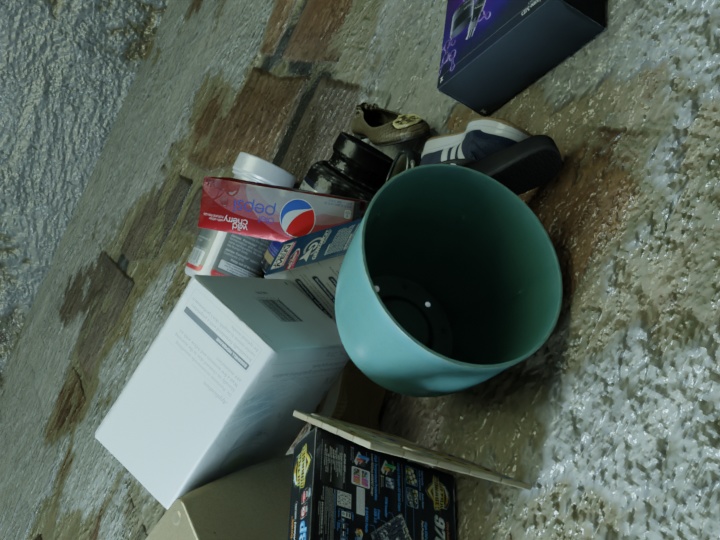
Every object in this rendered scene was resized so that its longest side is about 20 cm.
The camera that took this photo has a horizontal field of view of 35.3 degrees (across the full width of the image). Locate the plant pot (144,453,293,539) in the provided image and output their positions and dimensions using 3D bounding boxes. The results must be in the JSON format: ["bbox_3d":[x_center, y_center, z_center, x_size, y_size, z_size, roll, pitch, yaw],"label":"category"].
[{"bbox_3d":[-0.119,0.315,1.115,0.201,0.176,0.201,-52,51,27],"label":"plant pot"}]

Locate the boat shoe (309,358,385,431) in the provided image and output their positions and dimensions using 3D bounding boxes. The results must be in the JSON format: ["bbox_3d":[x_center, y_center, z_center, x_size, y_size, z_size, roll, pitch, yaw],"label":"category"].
[{"bbox_3d":[-0.020,0.174,1.251,0.069,0.073,0.202,-31,37,62],"label":"boat shoe"}]

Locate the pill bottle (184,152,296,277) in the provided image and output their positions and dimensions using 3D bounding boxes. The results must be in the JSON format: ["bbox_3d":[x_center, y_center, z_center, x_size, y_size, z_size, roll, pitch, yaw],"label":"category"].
[{"bbox_3d":[-0.177,-0.066,1.708,0.114,0.113,0.202,18,84,65],"label":"pill bottle"}]

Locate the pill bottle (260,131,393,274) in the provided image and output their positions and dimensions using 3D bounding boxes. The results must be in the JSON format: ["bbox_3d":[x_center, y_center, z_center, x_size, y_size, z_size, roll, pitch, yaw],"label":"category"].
[{"bbox_3d":[-0.035,-0.067,1.432,0.202,0.111,0.112,-60,26,10],"label":"pill bottle"}]

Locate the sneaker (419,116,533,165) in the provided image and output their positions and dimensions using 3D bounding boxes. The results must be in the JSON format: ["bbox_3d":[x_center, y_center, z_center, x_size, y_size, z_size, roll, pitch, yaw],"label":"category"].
[{"bbox_3d":[0.112,-0.095,1.215,0.200,0.070,0.110,-8,58,67],"label":"sneaker"}]

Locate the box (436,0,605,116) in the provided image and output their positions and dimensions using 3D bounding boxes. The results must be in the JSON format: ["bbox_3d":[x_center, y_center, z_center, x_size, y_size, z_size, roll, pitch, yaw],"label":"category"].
[{"bbox_3d":[0.177,-0.284,1.248,0.199,0.078,0.143,-34,43,49],"label":"box"}]

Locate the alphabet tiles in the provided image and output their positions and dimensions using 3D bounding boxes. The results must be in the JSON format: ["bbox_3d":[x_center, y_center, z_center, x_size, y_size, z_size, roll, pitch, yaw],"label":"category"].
[{"bbox_3d":[0.036,0.159,1.030,0.199,0.166,0.008,7,80,64],"label":"alphabet tiles"}]

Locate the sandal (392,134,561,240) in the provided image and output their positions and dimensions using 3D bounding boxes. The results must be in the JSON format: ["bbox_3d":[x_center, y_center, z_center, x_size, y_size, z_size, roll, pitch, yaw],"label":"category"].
[{"bbox_3d":[0.103,-0.085,1.134,0.198,0.076,0.043,-20,55,-1],"label":"sandal"}]

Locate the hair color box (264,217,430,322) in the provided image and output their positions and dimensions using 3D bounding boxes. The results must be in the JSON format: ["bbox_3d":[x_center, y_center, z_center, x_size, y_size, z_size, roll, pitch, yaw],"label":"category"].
[{"bbox_3d":[0.000,0.000,1.250,0.198,0.100,0.061,-14,37,40],"label":"hair color box"}]

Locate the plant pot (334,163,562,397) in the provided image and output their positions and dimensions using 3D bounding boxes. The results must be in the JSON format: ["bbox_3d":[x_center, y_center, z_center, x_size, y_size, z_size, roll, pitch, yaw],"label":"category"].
[{"bbox_3d":[0.066,0.028,1.069,0.161,0.198,0.203,128,155,-56],"label":"plant pot"}]

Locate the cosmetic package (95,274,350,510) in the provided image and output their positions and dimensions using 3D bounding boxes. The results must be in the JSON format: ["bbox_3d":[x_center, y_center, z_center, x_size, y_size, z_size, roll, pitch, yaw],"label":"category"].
[{"bbox_3d":[-0.133,0.123,1.173,0.123,0.199,0.201,40,104,20],"label":"cosmetic package"}]

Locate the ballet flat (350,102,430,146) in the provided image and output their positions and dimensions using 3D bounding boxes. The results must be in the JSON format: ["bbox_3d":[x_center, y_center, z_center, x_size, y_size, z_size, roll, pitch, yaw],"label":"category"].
[{"bbox_3d":[0.033,-0.191,1.458,0.200,0.067,0.047,-150,49,-69],"label":"ballet flat"}]

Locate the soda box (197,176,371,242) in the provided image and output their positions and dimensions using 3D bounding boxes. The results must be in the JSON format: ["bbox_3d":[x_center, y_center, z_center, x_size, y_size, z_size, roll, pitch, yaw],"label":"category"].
[{"bbox_3d":[-0.091,-0.067,1.355,0.070,0.197,0.064,-11,-70,-71],"label":"soda box"}]

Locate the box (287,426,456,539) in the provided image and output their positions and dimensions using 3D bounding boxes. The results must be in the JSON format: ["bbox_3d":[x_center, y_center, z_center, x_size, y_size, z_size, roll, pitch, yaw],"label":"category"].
[{"bbox_3d":[0.012,0.254,1.004,0.046,0.158,0.202,-45,33,41],"label":"box"}]

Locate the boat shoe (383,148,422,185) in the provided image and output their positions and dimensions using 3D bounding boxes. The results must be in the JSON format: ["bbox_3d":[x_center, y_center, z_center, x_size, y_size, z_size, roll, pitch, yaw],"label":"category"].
[{"bbox_3d":[0.034,-0.045,1.334,0.075,0.060,0.202,12,81,59],"label":"boat shoe"}]
